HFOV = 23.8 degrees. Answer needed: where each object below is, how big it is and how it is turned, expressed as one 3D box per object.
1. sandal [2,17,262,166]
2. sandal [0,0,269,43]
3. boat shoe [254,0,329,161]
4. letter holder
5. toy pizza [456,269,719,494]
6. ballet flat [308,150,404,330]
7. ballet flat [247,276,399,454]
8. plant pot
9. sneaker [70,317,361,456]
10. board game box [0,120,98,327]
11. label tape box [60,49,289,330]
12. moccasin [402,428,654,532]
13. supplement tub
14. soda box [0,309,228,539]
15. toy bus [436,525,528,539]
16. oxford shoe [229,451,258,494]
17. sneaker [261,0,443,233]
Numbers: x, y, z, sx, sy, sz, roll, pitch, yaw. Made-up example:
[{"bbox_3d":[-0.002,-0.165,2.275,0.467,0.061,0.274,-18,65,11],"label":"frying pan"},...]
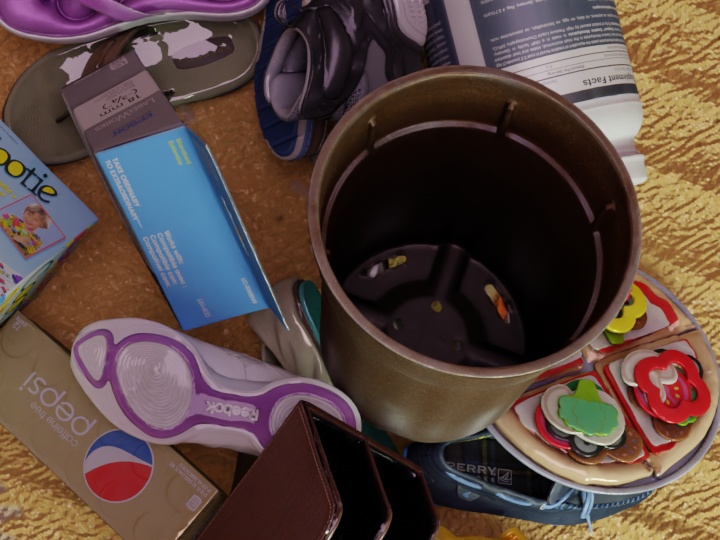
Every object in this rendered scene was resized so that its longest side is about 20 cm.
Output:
[{"bbox_3d":[-0.164,-0.141,1.224,0.199,0.057,0.080,-25,90,-8],"label":"sandal"},{"bbox_3d":[-0.159,-0.208,1.192,0.200,0.050,0.083,-8,87,-6],"label":"sandal"},{"bbox_3d":[-0.027,-0.175,1.227,0.072,0.072,0.202,8,81,-35],"label":"boat shoe"},{"bbox_3d":[-0.044,0.210,1.062,0.100,0.142,0.201,31,105,-22],"label":"letter holder"},{"bbox_3d":[0.165,0.063,1.205,0.198,0.032,0.202,8,55,-11],"label":"toy pizza"},{"bbox_3d":[0.000,0.000,1.230,0.063,0.067,0.202,-12,82,5],"label":"ballet flat"},{"bbox_3d":[-0.023,0.103,1.224,0.069,0.069,0.202,-25,87,-6],"label":"ballet flat"},{"bbox_3d":[0.055,0.009,1.085,0.198,0.199,0.202,3,65,-7],"label":"plant pot"},{"bbox_3d":[-0.099,0.089,1.148,0.198,0.100,0.076,20,84,-2],"label":"sneaker"},{"bbox_3d":[-0.284,0.003,1.128,0.105,0.103,0.200,45,40,0],"label":"board game box"},{"bbox_3d":[-0.127,-0.044,1.128,0.063,0.200,0.145,-27,119,-7],"label":"label tape box"},{"bbox_3d":[0.129,0.146,1.207,0.198,0.068,0.081,-2,75,-22],"label":"moccasin"},{"bbox_3d":[0.119,-0.146,1.209,0.139,0.140,0.202,-14,87,-6],"label":"supplement tub"},{"bbox_3d":[-0.180,0.118,1.171,0.200,0.064,0.068,39,83,19],"label":"soda box"},{"bbox_3d":[0.071,0.273,1.175,0.136,0.191,0.201,48,117,29],"label":"toy bus"},{"bbox_3d":[-0.078,0.198,1.187,0.084,0.072,0.202,13,79,-47],"label":"oxford shoe"},{"bbox_3d":[-0.003,-0.106,1.163,0.113,0.075,0.202,-25,114,-24],"label":"sneaker"}]
